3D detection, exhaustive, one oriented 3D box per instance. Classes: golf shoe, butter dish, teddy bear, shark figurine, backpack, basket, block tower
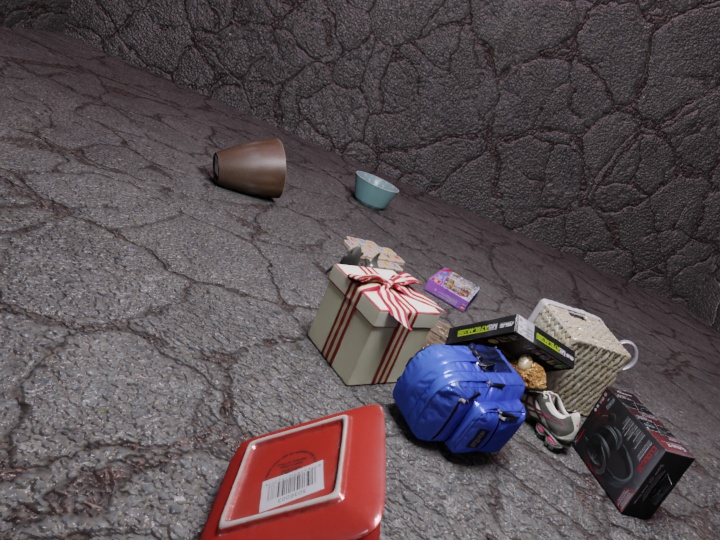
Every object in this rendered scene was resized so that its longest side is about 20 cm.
[{"bbox_3d":[0.368,0.276,1.115,0.076,0.089,0.200,5,26,-39],"label":"golf shoe"},{"bbox_3d":[-0.050,0.267,0.578,0.197,0.150,0.200,-18,18,9],"label":"butter dish"},{"bbox_3d":[0.278,0.207,1.103,0.197,0.068,0.144,-5,-9,29],"label":"teddy bear"},{"bbox_3d":[-0.004,0.010,1.411,0.090,0.127,0.214,60,14,19],"label":"shark figurine"},{"bbox_3d":[0.170,0.216,0.919,0.197,0.164,0.168,14,25,-30],"label":"backpack"},{"bbox_3d":[0.486,0.205,1.268,0.195,0.202,0.161,17,22,-20],"label":"basket"},{"bbox_3d":[0.159,0.167,1.197,0.054,0.059,0.199,30,18,18],"label":"block tower"}]

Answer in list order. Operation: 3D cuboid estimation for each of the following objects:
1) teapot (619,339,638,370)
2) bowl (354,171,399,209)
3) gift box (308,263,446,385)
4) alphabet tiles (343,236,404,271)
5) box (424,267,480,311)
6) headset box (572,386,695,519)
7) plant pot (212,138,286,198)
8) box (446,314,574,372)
[{"bbox_3d":[0.646,0.213,1.518,0.198,0.148,0.197,9,25,-40],"label":"teapot"},{"bbox_3d":[0.054,-0.327,2.260,0.198,0.106,0.201,21,20,-8],"label":"bowl"},{"bbox_3d":[0.039,0.100,1.025,0.183,0.189,0.199,3,28,-45],"label":"gift box"},{"bbox_3d":[0.044,-0.055,1.690,0.198,0.015,0.196,9,25,-37],"label":"alphabet tiles"},{"bbox_3d":[0.287,0.055,1.656,0.136,0.040,0.200,31,20,15],"label":"box"},{"bbox_3d":[0.509,0.345,1.011,0.076,0.151,0.201,17,21,-16],"label":"headset box"},{"bbox_3d":[-0.356,-0.322,1.690,0.197,0.190,0.187,-4,30,-27],"label":"plant pot"},{"bbox_3d":[0.320,0.166,1.151,0.198,0.192,0.048,31,58,-27],"label":"box"}]
